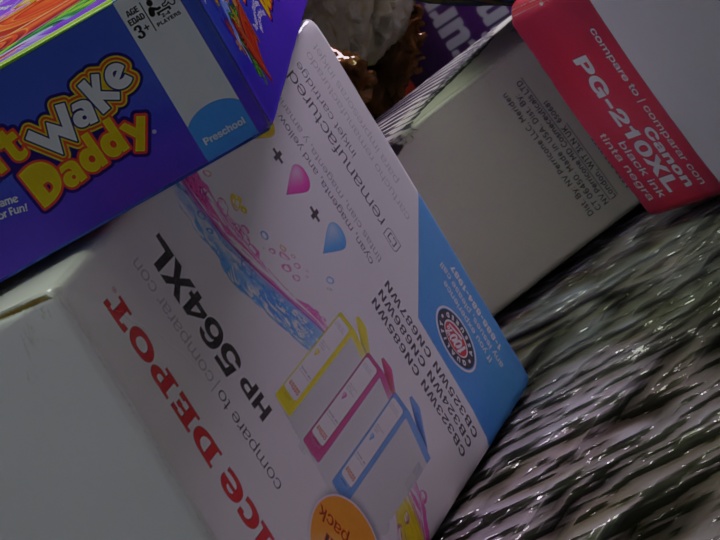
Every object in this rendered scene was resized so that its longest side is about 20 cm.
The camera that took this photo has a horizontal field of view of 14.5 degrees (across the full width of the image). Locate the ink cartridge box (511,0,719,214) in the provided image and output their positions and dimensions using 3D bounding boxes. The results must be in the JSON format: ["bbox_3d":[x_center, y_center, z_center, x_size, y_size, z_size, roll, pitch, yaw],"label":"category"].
[{"bbox_3d":[0.158,-0.103,0.806,0.145,0.084,0.200,-41,11,-26],"label":"ink cartridge box"}]

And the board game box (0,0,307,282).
[{"bbox_3d":[-0.084,-0.047,0.745,0.134,0.045,0.200,-29,13,9],"label":"board game box"}]

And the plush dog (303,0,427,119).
[{"bbox_3d":[-0.036,-0.106,0.966,0.160,0.201,0.172,1,32,31],"label":"plush dog"}]

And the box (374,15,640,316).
[{"bbox_3d":[0.000,0.000,0.926,0.200,0.068,0.082,-37,8,-5],"label":"box"}]

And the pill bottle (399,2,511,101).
[{"bbox_3d":[0.042,-0.094,1.093,0.200,0.112,0.111,-33,11,26],"label":"pill bottle"}]

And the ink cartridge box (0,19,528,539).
[{"bbox_3d":[-0.062,0.046,0.741,0.125,0.129,0.200,-24,15,30],"label":"ink cartridge box"}]

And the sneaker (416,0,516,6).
[{"bbox_3d":[0.083,-0.129,0.927,0.199,0.089,0.075,-5,10,-38],"label":"sneaker"}]
